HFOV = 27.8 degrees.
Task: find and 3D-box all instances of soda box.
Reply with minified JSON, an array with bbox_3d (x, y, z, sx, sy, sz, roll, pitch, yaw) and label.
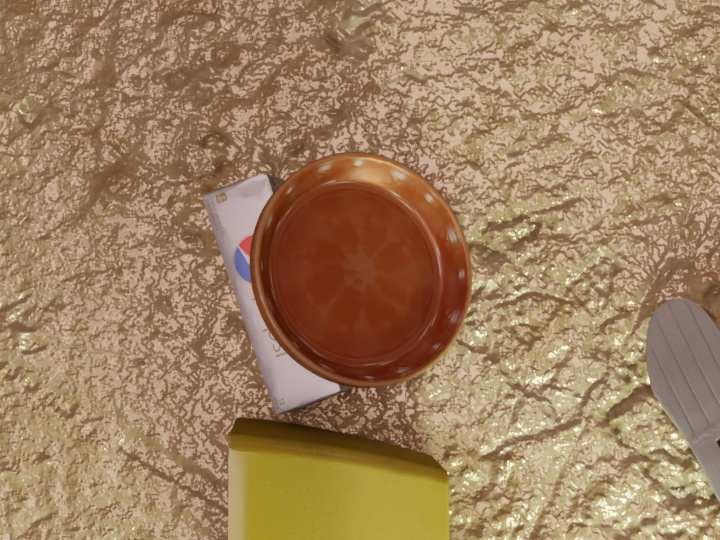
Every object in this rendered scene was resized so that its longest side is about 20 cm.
[{"bbox_3d":[-0.071,0.020,1.267,0.063,0.068,0.201,-20,86,8],"label":"soda box"}]

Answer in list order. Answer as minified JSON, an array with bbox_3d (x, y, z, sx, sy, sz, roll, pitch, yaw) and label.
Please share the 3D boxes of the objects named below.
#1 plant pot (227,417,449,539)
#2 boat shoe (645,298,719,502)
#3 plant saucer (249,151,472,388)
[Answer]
[{"bbox_3d":[-0.018,0.227,1.199,0.175,0.200,0.202,-1,88,-2],"label":"plant pot"},{"bbox_3d":[0.295,0.121,1.211,0.072,0.071,0.201,-26,65,20],"label":"boat shoe"},{"bbox_3d":[0.000,0.000,1.236,0.199,0.032,0.202,5,77,-22],"label":"plant saucer"}]
